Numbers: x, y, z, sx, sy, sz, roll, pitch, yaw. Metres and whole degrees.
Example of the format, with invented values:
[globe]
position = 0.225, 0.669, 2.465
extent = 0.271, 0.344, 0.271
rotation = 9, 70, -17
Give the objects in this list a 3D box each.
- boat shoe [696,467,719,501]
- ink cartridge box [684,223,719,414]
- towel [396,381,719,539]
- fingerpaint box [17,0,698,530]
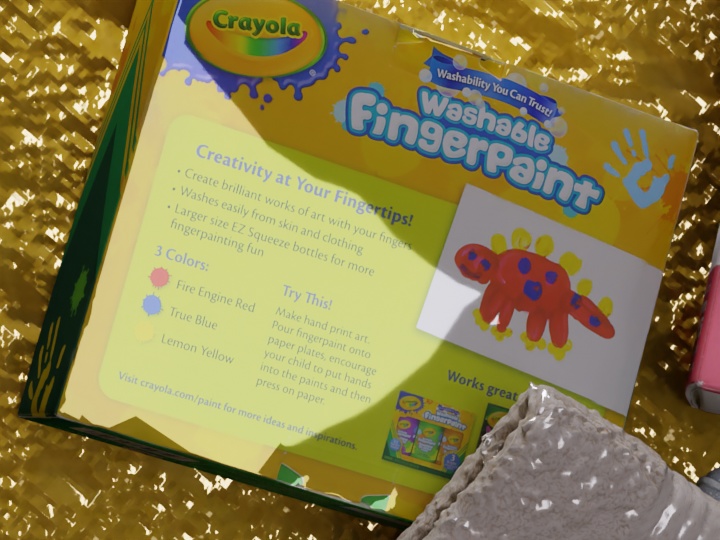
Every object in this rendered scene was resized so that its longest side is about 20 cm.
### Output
[boat shoe]
position = 0.193, 0.155, 0.916
extent = 0.202, 0.074, 0.065
rotation = 35, 80, -6
[ink cartridge box]
position = 0.212, -0.035, 0.903
extent = 0.146, 0.083, 0.201
rotation = 11, 82, 11
[towel]
position = 0.049, 0.143, 0.838
extent = 0.132, 0.034, 0.200
rotation = 32, 106, -23
[fingerpaint box]
position = 0.000, 0.000, 0.860
extent = 0.200, 0.073, 0.167
rotation = 17, 82, -18
